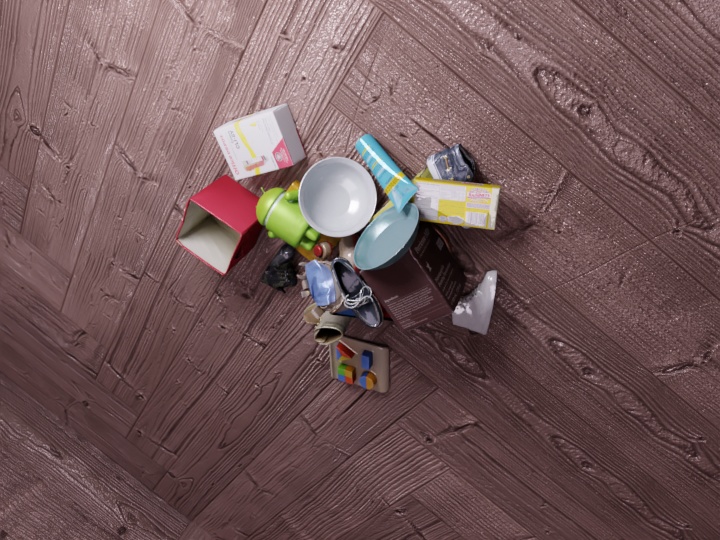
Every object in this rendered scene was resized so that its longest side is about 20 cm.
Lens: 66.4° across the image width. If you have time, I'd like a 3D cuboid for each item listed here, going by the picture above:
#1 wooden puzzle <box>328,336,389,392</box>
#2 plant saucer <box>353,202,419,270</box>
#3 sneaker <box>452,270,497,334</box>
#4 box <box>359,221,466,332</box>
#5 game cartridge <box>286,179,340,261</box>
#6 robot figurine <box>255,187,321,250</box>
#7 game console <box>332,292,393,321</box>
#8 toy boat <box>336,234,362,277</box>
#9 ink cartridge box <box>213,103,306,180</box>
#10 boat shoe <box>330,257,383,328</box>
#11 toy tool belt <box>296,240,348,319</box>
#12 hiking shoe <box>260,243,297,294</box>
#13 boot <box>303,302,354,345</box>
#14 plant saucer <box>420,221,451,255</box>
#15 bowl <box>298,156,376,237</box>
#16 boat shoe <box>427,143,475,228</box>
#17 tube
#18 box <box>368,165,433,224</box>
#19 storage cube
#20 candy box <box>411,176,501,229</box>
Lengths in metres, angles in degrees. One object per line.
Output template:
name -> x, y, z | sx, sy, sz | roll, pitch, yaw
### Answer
wooden puzzle -> -0.009, 0.303, 1.752 | 0.198, 0.046, 0.187 | 10, 123, 19
plant saucer -> 0.068, -0.074, 1.305 | 0.199, 0.201, 0.036 | -26, 125, 35
sneaker -> 0.295, 0.079, 1.457 | 0.114, 0.074, 0.202 | 13, 126, 13
box -> 0.137, 0.014, 1.389 | 0.163, 0.166, 0.201 | -26, 107, 35
game cartridge -> -0.151, -0.129, 1.556 | 0.200, 0.032, 0.176 | 41, 128, -2
robot figurine -> -0.192, -0.141, 1.476 | 0.199, 0.116, 0.176 | 33, 136, 1
game console -> 0.049, 0.128, 1.510 | 0.172, 0.199, 0.119 | 45, 115, 43
toy boat -> 0.000, 0.000, 1.529 | 0.129, 0.131, 0.201 | 3, 126, -12
ink cartridge box -> -0.264, -0.334, 1.446 | 0.198, 0.084, 0.146 | -8, 116, 28
boat shoe -> -0.009, 0.056, 1.352 | 0.074, 0.062, 0.201 | -27, 92, 6
toy tool belt -> -0.103, 0.021, 1.430 | 0.125, 0.122, 0.202 | -32, 74, 46
hiking shoe -> -0.221, -0.004, 1.645 | 0.100, 0.076, 0.200 | 33, 141, -8
boot -> -0.110, 0.157, 1.637 | 0.198, 0.155, 0.073 | -9, 116, 28
plant saucer -> 0.147, -0.049, 1.470 | 0.198, 0.032, 0.202 | 11, 124, 17
bowl -> -0.064, -0.184, 1.419 | 0.199, 0.090, 0.203 | 0, 90, -11
boat shoe -> 0.242, -0.198, 1.308 | 0.090, 0.071, 0.201 | -21, 108, 35
tube -> 0.060, -0.240, 1.325 | 0.201, 0.050, 0.078 | 55, 131, 19
box -> 0.108, -0.175, 1.382 | 0.050, 0.075, 0.200 | 46, 126, -9
storage cube -> -0.386, -0.131, 1.569 | 0.199, 0.180, 0.171 | 34, 128, 0
candy box -> 0.221, -0.157, 1.285 | 0.198, 0.026, 0.103 | 9, 116, 14
